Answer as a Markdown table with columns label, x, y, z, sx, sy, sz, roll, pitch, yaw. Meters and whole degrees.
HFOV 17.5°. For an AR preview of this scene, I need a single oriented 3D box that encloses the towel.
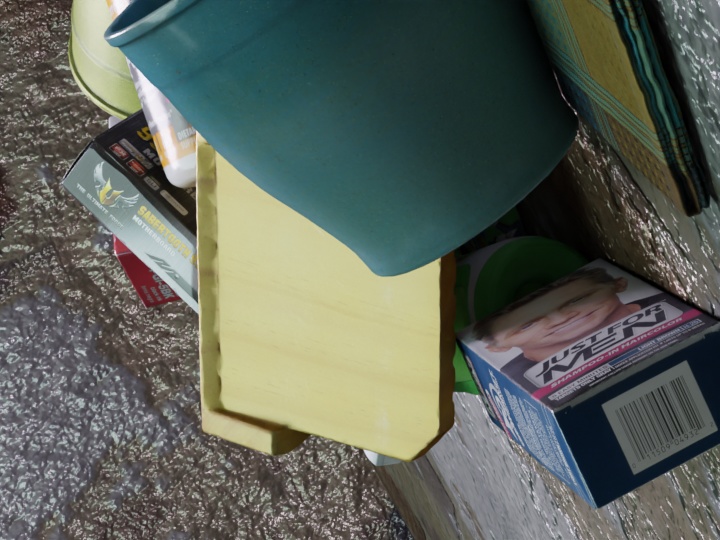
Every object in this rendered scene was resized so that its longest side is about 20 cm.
| label | x | y | z | sx | sy | sz | roll | pitch | yaw |
| --- | --- | --- | --- | --- | --- | --- | --- | --- | --- |
| towel | 0.098 | -0.132 | 1.063 | 0.200 | 0.022 | 0.147 | 65 | 174 | -35 |

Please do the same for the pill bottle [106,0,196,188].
| label | x | y | z | sx | sy | sz | roll | pitch | yaw |
| --- | --- | --- | --- | --- | --- | --- | --- | --- | --- |
| pill bottle | -0.106 | -0.165 | 1.578 | 0.116 | 0.116 | 0.200 | 145 | 106 | -83 |

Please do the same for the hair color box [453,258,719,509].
| label | x | y | z | sx | sy | sz | roll | pitch | yaw |
| --- | --- | --- | --- | --- | --- | --- | --- | --- | --- |
| hair color box | 0.126 | 0.055 | 1.245 | 0.061 | 0.100 | 0.200 | 65 | 173 | -13 |

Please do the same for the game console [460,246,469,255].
| label | x | y | z | sx | sy | sz | roll | pitch | yaw |
| --- | --- | --- | --- | --- | --- | --- | --- | --- | --- |
| game console | 0.030 | 0.016 | 1.755 | 0.172 | 0.119 | 0.200 | 56 | 171 | 45 |

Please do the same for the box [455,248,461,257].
| label | x | y | z | sx | sy | sz | roll | pitch | yaw |
| --- | --- | --- | --- | --- | --- | --- | --- | --- | --- |
| box | 0.028 | -0.033 | 1.591 | 0.117 | 0.048 | 0.200 | -127 | 15 | -57 |

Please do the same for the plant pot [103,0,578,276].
| label | x | y | z | sx | sy | sz | roll | pitch | yaw |
| --- | --- | --- | --- | --- | --- | --- | --- | --- | --- |
| plant pot | 0.005 | -0.106 | 1.188 | 0.188 | 0.200 | 0.200 | 53 | 176 | -13 |

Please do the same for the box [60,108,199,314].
| label | x | y | z | sx | sy | sz | roll | pitch | yaw |
| --- | --- | --- | --- | --- | --- | --- | --- | --- | --- |
| box | -0.092 | -0.033 | 1.648 | 0.200 | 0.048 | 0.158 | 44 | -149 | 4 |

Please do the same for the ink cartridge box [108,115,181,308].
| label | x | y | z | sx | sy | sz | roll | pitch | yaw |
| --- | --- | --- | --- | --- | --- | --- | --- | --- | --- |
| ink cartridge box | -0.092 | -0.068 | 1.861 | 0.083 | 0.200 | 0.147 | 67 | -167 | -53 |

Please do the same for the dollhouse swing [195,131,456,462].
| label | x | y | z | sx | sy | sz | roll | pitch | yaw |
| --- | --- | --- | --- | --- | --- | --- | --- | --- | --- |
| dollhouse swing | 0.000 | 0.000 | 1.412 | 0.182 | 0.176 | 0.200 | -36 | -52 | -63 |

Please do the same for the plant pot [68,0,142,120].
| label | x | y | z | sx | sy | sz | roll | pitch | yaw |
| --- | --- | --- | --- | --- | --- | --- | --- | --- | --- |
| plant pot | -0.128 | -0.241 | 1.739 | 0.193 | 0.200 | 0.200 | 89 | 156 | -48 |

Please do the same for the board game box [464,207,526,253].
| label | x | y | z | sx | sy | sz | roll | pitch | yaw |
| --- | --- | --- | --- | --- | --- | --- | --- | --- | --- |
| board game box | 0.053 | -0.093 | 1.527 | 0.135 | 0.029 | 0.200 | 55 | 170 | 54 |

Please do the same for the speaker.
| label | x | y | z | sx | sy | sz | roll | pitch | yaw |
| --- | --- | --- | --- | --- | --- | --- | --- | --- | --- |
| speaker | 0.081 | 0.030 | 1.448 | 0.088 | 0.088 | 0.200 | 63 | 163 | -2 |

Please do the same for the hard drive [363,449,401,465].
| label | x | y | z | sx | sy | sz | roll | pitch | yaw |
| --- | --- | --- | --- | --- | --- | --- | --- | --- | --- |
| hard drive | 0.010 | 0.006 | 1.477 | 0.132 | 0.027 | 0.200 | -117 | 29 | -46 |
